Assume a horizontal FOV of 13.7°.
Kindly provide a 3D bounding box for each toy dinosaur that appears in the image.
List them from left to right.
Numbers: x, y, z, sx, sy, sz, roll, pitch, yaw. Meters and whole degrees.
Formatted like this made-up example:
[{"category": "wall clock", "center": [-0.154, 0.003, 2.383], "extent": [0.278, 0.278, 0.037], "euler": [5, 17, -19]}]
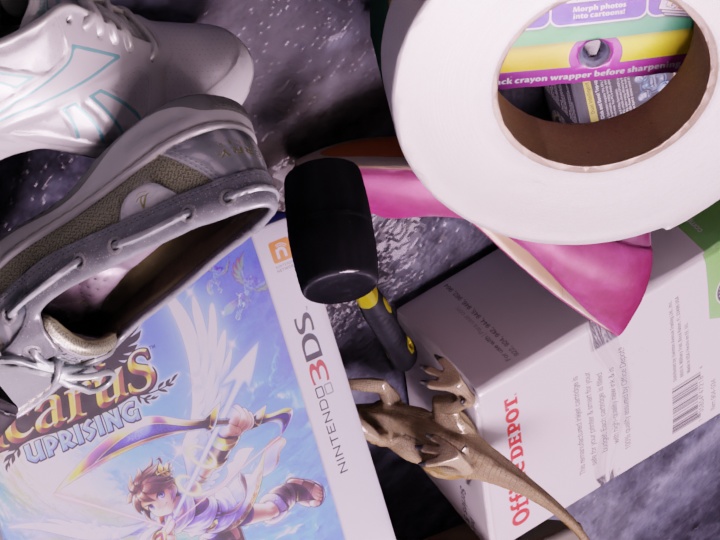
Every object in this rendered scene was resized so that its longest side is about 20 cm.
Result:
[{"category": "toy dinosaur", "center": [0.045, 0.091, 1.577], "extent": [0.101, 0.200, 0.058], "euler": [71, 42, -67]}]

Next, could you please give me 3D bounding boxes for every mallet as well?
[{"category": "mallet", "center": [0.000, 0.000, 1.504], "extent": [0.041, 0.066, 0.200], "euler": [-13, 164, 8]}]

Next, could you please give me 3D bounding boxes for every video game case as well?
[{"category": "video game case", "center": [-0.097, 0.088, 1.462], "extent": [0.200, 0.045, 0.182], "euler": [-23, 102, -25]}]

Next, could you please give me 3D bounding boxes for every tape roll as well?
[{"category": "tape roll", "center": [0.110, -0.098, 1.393], "extent": [0.202, 0.037, 0.203], "euler": [-6, 130, -7]}]

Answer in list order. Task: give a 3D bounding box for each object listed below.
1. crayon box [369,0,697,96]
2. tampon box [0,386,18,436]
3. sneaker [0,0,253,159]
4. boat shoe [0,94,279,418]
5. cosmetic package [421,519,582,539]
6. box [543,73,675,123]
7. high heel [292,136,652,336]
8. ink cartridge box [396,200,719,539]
[{"category": "crayon box", "center": [0.105, -0.172, 1.392], "extent": [0.200, 0.058, 0.173], "euler": [-6, 131, -7]}, {"category": "tampon box", "center": [-0.266, 0.034, 1.200], "extent": [0.150, 0.200, 0.126], "euler": [-50, 143, 9]}, {"category": "sneaker", "center": [-0.127, -0.092, 1.314], "extent": [0.200, 0.070, 0.080], "euler": [-9, 129, -36]}, {"category": "boat shoe", "center": [-0.115, 0.007, 1.331], "extent": [0.202, 0.065, 0.074], "euler": [-41, 146, 22]}, {"category": "cosmetic package", "center": [0.059, 0.205, 1.698], "extent": [0.200, 0.071, 0.105], "euler": [-8, 99, -65]}, {"category": "box", "center": [0.171, -0.127, 1.550], "extent": [0.161, 0.049, 0.200], "euler": [-28, 138, -9]}, {"category": "high heel", "center": [0.057, -0.015, 1.521], "extent": [0.200, 0.067, 0.096], "euler": [1, 106, -25]}, {"category": "ink cartridge box", "center": [0.127, 0.043, 1.671], "extent": [0.200, 0.084, 0.146], "euler": [-29, 141, -18]}]
